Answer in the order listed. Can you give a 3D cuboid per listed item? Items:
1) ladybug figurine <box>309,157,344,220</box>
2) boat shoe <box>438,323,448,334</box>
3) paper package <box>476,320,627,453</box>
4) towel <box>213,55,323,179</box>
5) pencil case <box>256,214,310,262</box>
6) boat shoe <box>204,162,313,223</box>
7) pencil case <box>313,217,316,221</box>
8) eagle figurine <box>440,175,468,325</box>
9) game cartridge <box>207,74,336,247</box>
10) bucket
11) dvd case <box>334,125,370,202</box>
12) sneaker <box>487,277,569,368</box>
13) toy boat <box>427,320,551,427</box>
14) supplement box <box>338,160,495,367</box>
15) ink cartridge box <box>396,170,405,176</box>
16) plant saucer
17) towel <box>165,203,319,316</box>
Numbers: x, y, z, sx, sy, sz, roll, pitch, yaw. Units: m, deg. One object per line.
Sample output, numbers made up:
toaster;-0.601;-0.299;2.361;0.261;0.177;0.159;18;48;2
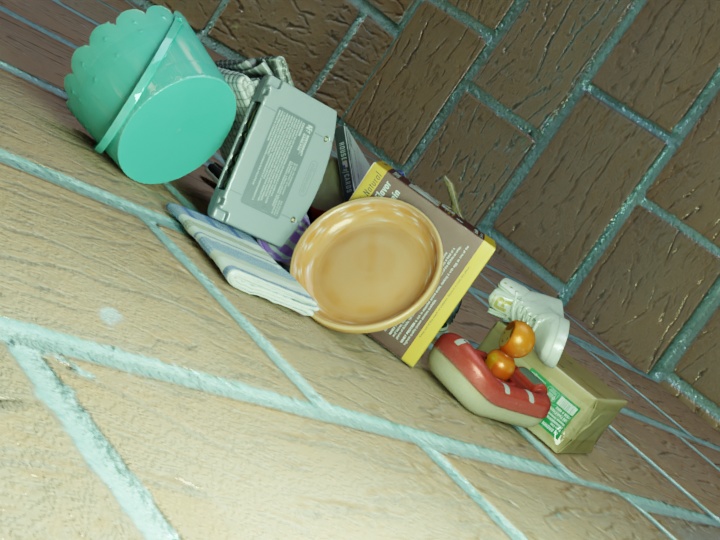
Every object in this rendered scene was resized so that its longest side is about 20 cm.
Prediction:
ladybug figurine;-0.029;-0.082;1.885;0.136;0.071;0.201;-89;158;-53
boat shoe;0.072;0.043;1.895;0.199;0.062;0.075;31;8;-34
paper package;0.278;0.176;1.832;0.200;0.104;0.190;40;12;26
towel;-0.143;-0.205;1.689;0.165;0.085;0.201;16;-45;54
pencil case;-0.113;-0.071;1.747;0.085;0.084;0.200;45;9;-15
boat shoe;-0.149;-0.121;1.900;0.199;0.066;0.075;35;7;-4
pencil case;0.000;0.000;1.791;0.199;0.088;0.087;35;9;-1
eagle figurine;0.124;-0.019;1.846;0.150;0.200;0.153;20;56;-11
game cartridge;-0.110;-0.140;1.604;0.133;0.201;0.040;25;-4;-33
bucket;-0.270;-0.222;1.576;0.135;0.207;0.207;49;15;28
dvd case;0.009;-0.107;1.856;0.200;0.025;0.151;53;23;-57
sneaker;0.235;0.073;1.747;0.115;0.074;0.200;22;15;-3
toy boat;0.191;0.126;1.659;0.199;0.131;0.130;20;17;-42
supplement box;0.051;-0.014;1.670;0.199;0.198;0.133;35;8;1
ink cartridge box;0.044;-0.096;2.058;0.136;0.076;0.201;-159;-129;-74
plant saucer;0.009;-0.003;1.544;0.200;0.200;0.038;41;-16;33
towel;-0.149;-0.015;1.502;0.146;0.024;0.200;24;12;-42
